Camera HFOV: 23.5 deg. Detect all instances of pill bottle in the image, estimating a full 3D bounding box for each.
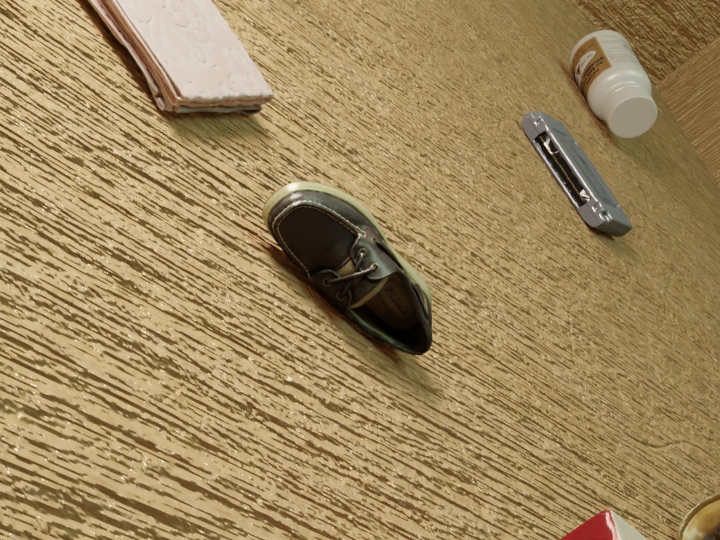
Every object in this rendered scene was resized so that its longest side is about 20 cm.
[{"bbox_3d":[0.448,-0.325,3.051,0.114,0.114,0.200,38,22,-36],"label":"pill bottle"}]

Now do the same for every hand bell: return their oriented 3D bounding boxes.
[{"bbox_3d":[0.414,0.330,1.800,0.200,0.104,0.104,55,13,-33],"label":"hand bell"}]

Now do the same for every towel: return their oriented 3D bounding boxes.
[{"bbox_3d":[-0.167,-0.212,1.460,0.191,0.032,0.200,55,19,7],"label":"towel"}]

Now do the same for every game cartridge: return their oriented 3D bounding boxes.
[{"bbox_3d":[0.312,-0.136,2.485,0.133,0.040,0.200,9,46,-60],"label":"game cartridge"}]

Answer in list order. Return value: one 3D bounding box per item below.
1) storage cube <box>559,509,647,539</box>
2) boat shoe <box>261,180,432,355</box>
[{"bbox_3d":[0.149,0.287,1.041,0.200,0.180,0.171,39,22,-32],"label":"storage cube"},{"bbox_3d":[0.000,0.000,1.397,0.200,0.073,0.065,37,18,-38],"label":"boat shoe"}]
